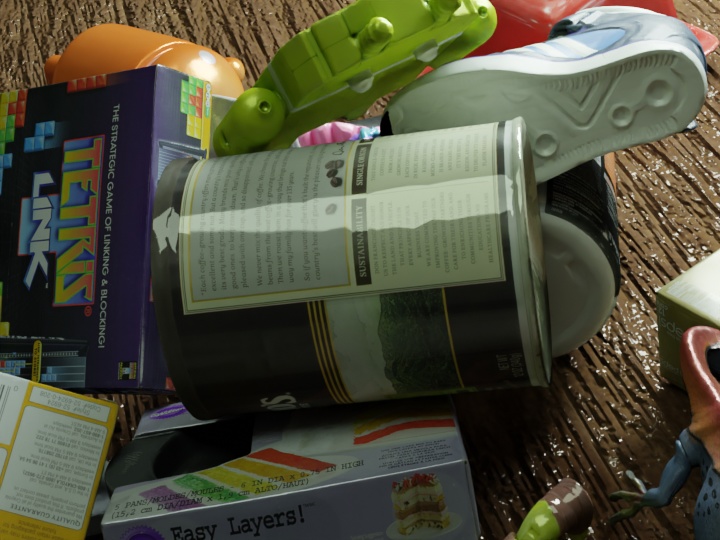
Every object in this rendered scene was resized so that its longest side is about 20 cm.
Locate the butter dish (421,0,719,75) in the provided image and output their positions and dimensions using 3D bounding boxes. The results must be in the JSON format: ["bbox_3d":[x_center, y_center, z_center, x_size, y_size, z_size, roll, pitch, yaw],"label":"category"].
[{"bbox_3d":[0.157,-0.220,1.187,0.198,0.149,0.199,-31,38,-26],"label":"butter dish"}]

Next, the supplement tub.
[{"bbox_3d":[0.110,-0.045,0.978,0.121,0.124,0.201,-4,34,11],"label":"supplement tub"}]

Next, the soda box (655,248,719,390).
[{"bbox_3d":[0.272,0.006,0.903,0.199,0.068,0.064,-30,39,-24],"label":"soda box"}]

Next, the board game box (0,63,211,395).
[{"bbox_3d":[-0.178,-0.021,0.953,0.164,0.203,0.056,-5,-11,37],"label":"board game box"}]

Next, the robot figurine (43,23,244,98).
[{"bbox_3d":[-0.172,-0.137,1.198,0.199,0.118,0.143,20,3,38],"label":"robot figurine"}]

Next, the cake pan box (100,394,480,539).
[{"bbox_3d":[-0.040,0.111,0.815,0.197,0.053,0.184,-10,11,2],"label":"cake pan box"}]

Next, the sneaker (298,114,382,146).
[{"bbox_3d":[0.020,-0.091,1.131,0.197,0.080,0.095,-14,12,-4],"label":"sneaker"}]

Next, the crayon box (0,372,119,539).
[{"bbox_3d":[-0.214,0.152,0.778,0.124,0.052,0.202,17,57,-10],"label":"crayon box"}]

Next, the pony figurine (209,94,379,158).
[{"bbox_3d":[-0.045,-0.019,0.986,0.190,0.168,0.202,1,47,-2],"label":"pony figurine"}]

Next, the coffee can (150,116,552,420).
[{"bbox_3d":[0.000,0.000,0.813,0.197,0.148,0.147,-6,35,11],"label":"coffee can"}]

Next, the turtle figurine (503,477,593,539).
[{"bbox_3d":[0.058,0.168,0.743,0.160,0.065,0.200,-28,38,-22],"label":"turtle figurine"}]

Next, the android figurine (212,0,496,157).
[{"bbox_3d":[-0.002,-0.119,0.863,0.181,0.041,0.200,-27,-1,-24],"label":"android figurine"}]

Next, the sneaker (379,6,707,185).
[{"bbox_3d":[0.115,-0.111,0.914,0.197,0.082,0.147,-11,17,9],"label":"sneaker"}]

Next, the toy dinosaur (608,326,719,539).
[{"bbox_3d":[0.203,0.097,0.735,0.103,0.201,0.184,-2,65,-12],"label":"toy dinosaur"}]

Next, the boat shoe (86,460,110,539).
[{"bbox_3d":[-0.235,0.147,0.857,0.197,0.070,0.071,0,36,-23],"label":"boat shoe"}]
